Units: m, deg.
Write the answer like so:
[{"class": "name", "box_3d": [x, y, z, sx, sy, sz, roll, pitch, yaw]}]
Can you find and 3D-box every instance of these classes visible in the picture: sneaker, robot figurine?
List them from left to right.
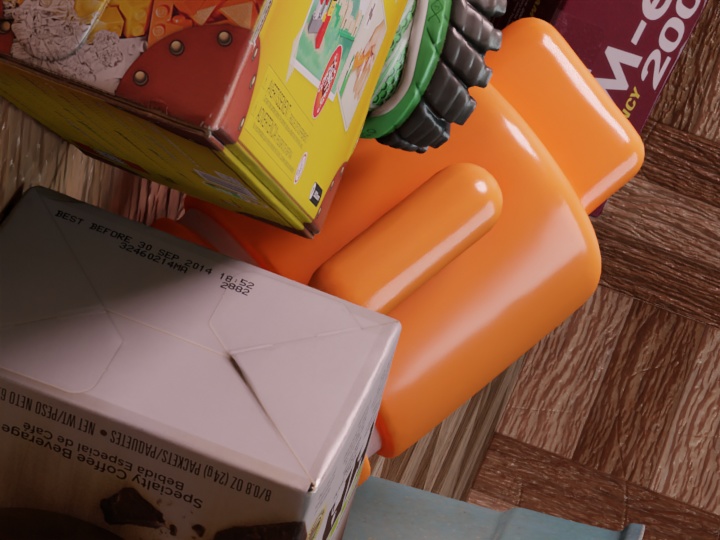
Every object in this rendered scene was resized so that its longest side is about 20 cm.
[{"class": "robot figurine", "box_3d": [0.000, 0.001, 0.872, 0.200, 0.144, 0.117, -39, 129, -11]}, {"class": "sneaker", "box_3d": [0.002, -0.141, 0.790, 0.078, 0.085, 0.200, -14, -112, 60]}]

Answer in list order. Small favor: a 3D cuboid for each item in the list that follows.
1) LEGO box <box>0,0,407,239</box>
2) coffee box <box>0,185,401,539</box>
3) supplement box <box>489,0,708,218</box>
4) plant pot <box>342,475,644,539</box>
[{"class": "LEGO box", "box_3d": [-0.030, -0.099, 0.650, 0.200, 0.077, 0.149, 49, 61, -82]}, {"class": "coffee box", "box_3d": [-0.070, 0.090, 0.741, 0.080, 0.113, 0.200, -61, 169, -49]}, {"class": "supplement box", "box_3d": [0.068, -0.114, 1.067, 0.109, 0.061, 0.200, -65, -159, 19]}, {"class": "plant pot", "box_3d": [-0.019, 0.155, 0.970, 0.200, 0.196, 0.200, 20, 90, -82]}]
